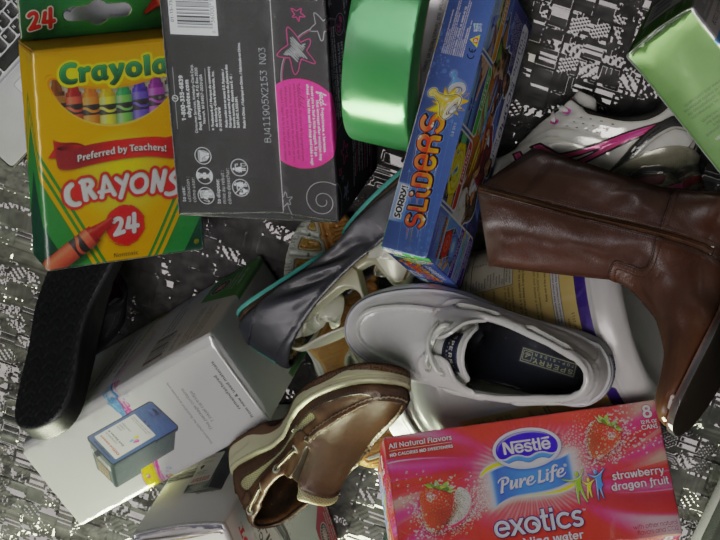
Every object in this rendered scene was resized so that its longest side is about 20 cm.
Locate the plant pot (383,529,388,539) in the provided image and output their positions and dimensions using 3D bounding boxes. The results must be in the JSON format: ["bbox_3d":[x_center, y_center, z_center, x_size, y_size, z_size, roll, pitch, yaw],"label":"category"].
[{"bbox_3d":[0.105,0.199,1.563,0.199,0.200,0.135,-4,94,17],"label":"plant pot"}]

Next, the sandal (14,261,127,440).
[{"bbox_3d":[-0.219,0.046,1.595,0.075,0.202,0.048,-8,144,34],"label":"sandal"}]

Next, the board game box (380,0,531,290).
[{"bbox_3d":[0.069,-0.096,1.414,0.034,0.135,0.201,14,83,15],"label":"board game box"}]

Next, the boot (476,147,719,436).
[{"bbox_3d":[0.158,0.009,1.382,0.199,0.187,0.064,14,150,21],"label":"boot"}]

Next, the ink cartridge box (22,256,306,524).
[{"bbox_3d":[-0.150,0.094,1.602,0.199,0.145,0.088,-28,105,24],"label":"ink cartridge box"}]

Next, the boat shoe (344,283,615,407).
[{"bbox_3d":[0.075,0.051,1.412,0.199,0.065,0.074,7,93,22],"label":"boat shoe"}]

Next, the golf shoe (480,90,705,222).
[{"bbox_3d":[0.151,-0.081,1.491,0.199,0.073,0.093,-7,86,18],"label":"golf shoe"}]

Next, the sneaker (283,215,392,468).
[{"bbox_3d":[-0.014,0.055,1.590,0.075,0.088,0.202,-12,87,-1],"label":"sneaker"}]

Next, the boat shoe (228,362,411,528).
[{"bbox_3d":[-0.024,0.132,1.459,0.074,0.075,0.202,8,152,-29],"label":"boat shoe"}]

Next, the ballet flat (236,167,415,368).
[{"bbox_3d":[0.000,0.000,1.493,0.200,0.073,0.073,-40,99,8],"label":"ballet flat"}]

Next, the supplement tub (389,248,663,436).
[{"bbox_3d":[0.117,0.052,1.509,0.199,0.146,0.146,-14,109,21],"label":"supplement tub"}]

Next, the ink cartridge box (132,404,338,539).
[{"bbox_3d":[-0.094,0.216,1.609,0.084,0.200,0.147,-10,111,21],"label":"ink cartridge box"}]

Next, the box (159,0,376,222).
[{"bbox_3d":[-0.066,-0.150,1.490,0.131,0.115,0.201,3,113,16],"label":"box"}]

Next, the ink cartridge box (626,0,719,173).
[{"bbox_3d":[0.273,-0.105,1.418,0.059,0.104,0.200,-35,100,27],"label":"ink cartridge box"}]

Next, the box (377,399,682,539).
[{"bbox_3d":[0.115,0.161,1.438,0.198,0.096,0.100,-7,70,-4],"label":"box"}]

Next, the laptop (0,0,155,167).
[{"bbox_3d":[-0.299,-0.186,1.539,0.200,0.116,0.187,45,118,-6],"label":"laptop"}]

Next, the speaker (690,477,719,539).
[{"bbox_3d":[0.316,0.149,1.532,0.081,0.081,0.201,23,118,5],"label":"speaker"}]

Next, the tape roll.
[{"bbox_3d":[0.038,-0.183,1.396,0.048,0.201,0.202,13,116,11],"label":"tape roll"}]

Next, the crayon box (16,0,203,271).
[{"bbox_3d":[-0.188,-0.108,1.536,0.126,0.051,0.202,-9,109,-20],"label":"crayon box"}]
